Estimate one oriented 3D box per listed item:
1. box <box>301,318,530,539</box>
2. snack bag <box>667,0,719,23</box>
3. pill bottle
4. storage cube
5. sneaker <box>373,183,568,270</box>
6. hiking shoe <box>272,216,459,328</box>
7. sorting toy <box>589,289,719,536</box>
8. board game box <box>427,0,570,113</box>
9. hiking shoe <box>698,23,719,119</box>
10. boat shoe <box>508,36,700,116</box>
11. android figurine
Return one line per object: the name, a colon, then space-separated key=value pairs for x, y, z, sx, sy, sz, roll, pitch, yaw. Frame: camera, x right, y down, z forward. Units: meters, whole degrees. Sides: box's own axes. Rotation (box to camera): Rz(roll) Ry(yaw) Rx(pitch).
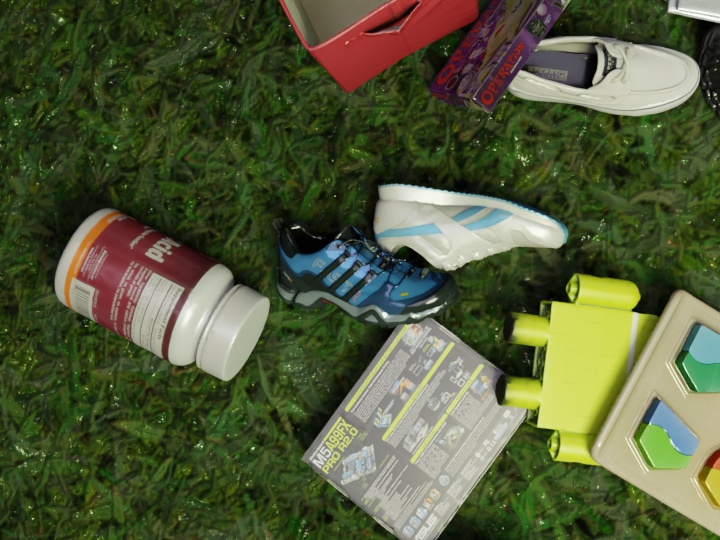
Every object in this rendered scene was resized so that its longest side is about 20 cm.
box: x=0.060 y=0.161 z=0.901 sx=0.160 sy=0.044 sz=0.201 roll=36 pitch=92 yaw=9
snack bag: x=0.413 y=-0.322 z=0.867 sx=0.187 sy=0.021 sz=0.202 roll=14 pitch=73 yaw=8
pill bottle: x=-0.203 y=0.027 z=0.910 sx=0.199 sy=0.114 sz=0.115 roll=26 pitch=91 yaw=8
storage cube: x=0.002 y=-0.306 z=0.863 sx=0.170 sy=0.180 sz=0.201 roll=-28 pitch=84 yaw=9
sneaker: x=0.111 y=-0.039 z=0.896 sx=0.198 sy=0.076 sz=0.082 roll=9 pitch=95 yaw=15
hiking shoe: x=0.000 y=0.000 z=0.872 sx=0.198 sy=0.074 sz=0.088 roll=6 pitch=121 yaw=21
sorting toy: x=0.341 y=0.144 z=0.834 sx=0.199 sy=0.036 sz=0.186 roll=31 pitch=85 yaw=-7
board game box: x=0.155 y=-0.251 z=0.877 sx=0.032 sy=0.120 sz=0.201 roll=35 pitch=92 yaw=-19
hiking shoe: x=0.421 y=-0.171 z=0.865 sx=0.100 sy=0.076 sz=0.201 roll=-30 pitch=77 yaw=-18
boat shoe: x=0.244 y=-0.204 z=0.885 sx=0.198 sy=0.066 sz=0.073 roll=10 pitch=88 yaw=8
android figurine: x=0.234 y=0.098 z=0.858 sx=0.198 sy=0.041 sz=0.184 roll=9 pitch=87 yaw=-9
